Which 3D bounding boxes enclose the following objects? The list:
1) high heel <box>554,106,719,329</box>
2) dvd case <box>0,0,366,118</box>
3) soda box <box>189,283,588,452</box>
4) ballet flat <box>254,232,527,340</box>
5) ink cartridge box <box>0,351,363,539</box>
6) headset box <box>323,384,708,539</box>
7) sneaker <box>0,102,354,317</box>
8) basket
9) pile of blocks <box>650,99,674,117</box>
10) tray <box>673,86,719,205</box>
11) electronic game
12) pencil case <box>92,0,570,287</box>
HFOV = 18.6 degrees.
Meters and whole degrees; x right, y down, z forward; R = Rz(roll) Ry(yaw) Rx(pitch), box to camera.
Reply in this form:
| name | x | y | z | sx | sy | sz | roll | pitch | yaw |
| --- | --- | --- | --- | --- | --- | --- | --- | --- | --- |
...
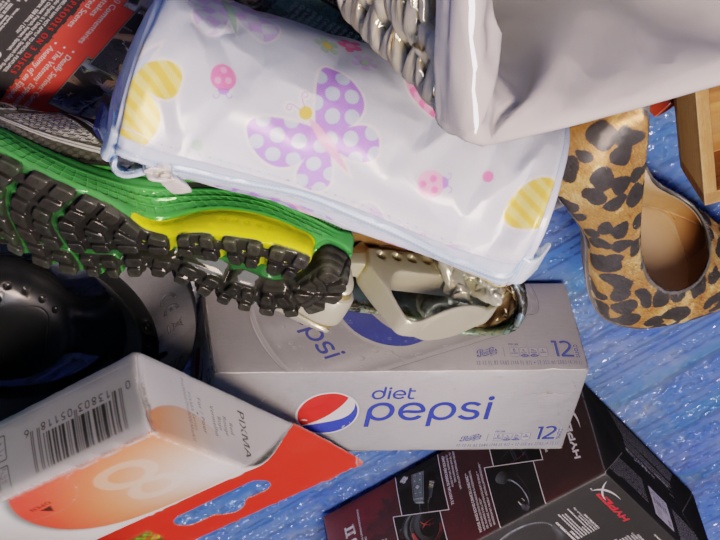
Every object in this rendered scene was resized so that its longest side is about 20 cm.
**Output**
| name | x | y | z | sx | sy | sz | roll | pitch | yaw |
| --- | --- | --- | --- | --- | --- | --- | --- | --- | --- |
| high heel | 0.155 | -0.031 | 1.065 | 0.200 | 0.072 | 0.143 | 11 | 150 | -29 |
| dvd case | -0.085 | -0.095 | 1.012 | 0.200 | 0.022 | 0.146 | 26 | 125 | -32 |
| soda box | 0.014 | 0.051 | 1.152 | 0.200 | 0.064 | 0.068 | 0 | 137 | -12 |
| ballet flat | 0.000 | 0.000 | 1.075 | 0.200 | 0.074 | 0.074 | 4 | 135 | -28 |
| ink cartridge box | -0.112 | 0.118 | 1.099 | 0.162 | 0.050 | 0.200 | -27 | 146 | 23 |
| headset box | 0.086 | 0.169 | 1.280 | 0.200 | 0.075 | 0.149 | -31 | 133 | 18 |
| sneaker | -0.098 | -0.042 | 1.002 | 0.200 | 0.085 | 0.078 | 15 | 150 | -7 |
| basket | 0.095 | -0.150 | 0.871 | 0.200 | 0.123 | 0.136 | -15 | 123 | -24 |
| pile of blocks | 0.208 | -0.087 | 1.056 | 0.200 | 0.062 | 0.082 | 13 | 131 | -24 |
| tray | 0.239 | -0.105 | 0.984 | 0.200 | 0.037 | 0.099 | -17 | 129 | -6 |
| electronic game | -0.182 | 0.022 | 1.095 | 0.200 | 0.042 | 0.200 | -1 | 137 | -1 |
| pencil case | -0.011 | -0.057 | 0.941 | 0.200 | 0.091 | 0.083 | 16 | 133 | -10 |
